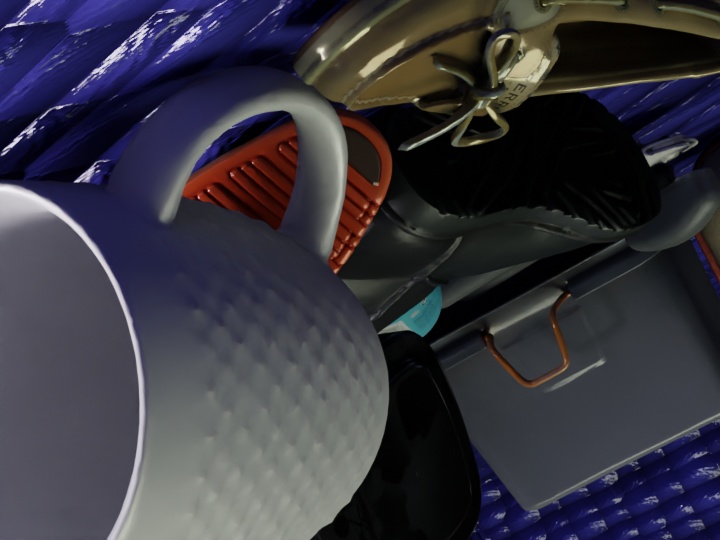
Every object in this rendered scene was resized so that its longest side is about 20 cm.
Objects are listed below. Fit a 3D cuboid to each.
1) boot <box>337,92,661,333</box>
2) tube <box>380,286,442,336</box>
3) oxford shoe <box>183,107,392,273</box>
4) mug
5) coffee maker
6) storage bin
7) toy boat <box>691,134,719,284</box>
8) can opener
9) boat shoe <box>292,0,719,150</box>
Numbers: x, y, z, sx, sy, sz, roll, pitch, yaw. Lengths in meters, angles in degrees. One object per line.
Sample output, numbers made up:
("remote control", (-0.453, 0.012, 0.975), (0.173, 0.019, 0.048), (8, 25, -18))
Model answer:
("boot", (0.021, -0.011, 1.075), (0.199, 0.077, 0.168), (-7, 157, -49))
("tube", (0.000, 0.000, 1.200), (0.077, 0.051, 0.200), (-31, 166, 5))
("oxford shoe", (-0.062, -0.009, 0.967), (0.200, 0.071, 0.073), (-38, -161, 28))
("mug", (-0.065, 0.022, 0.841), (0.175, 0.147, 0.201), (2, 114, -55))
("coffee maker", (-0.048, 0.090, 1.188), (0.199, 0.135, 0.193), (-7, -134, 35))
("storage bin", (0.136, 0.052, 1.441), (0.199, 0.135, 0.146), (-30, -169, 21))
("toy boat", (0.301, -0.066, 1.487), (0.199, 0.131, 0.131), (-26, -159, 10))
("can opener", (0.117, -0.018, 1.334), (0.200, 0.067, 0.053), (-34, 167, 40))
("boat shoe", (0.067, -0.085, 0.829), (0.199, 0.063, 0.073), (-19, 170, -33))
